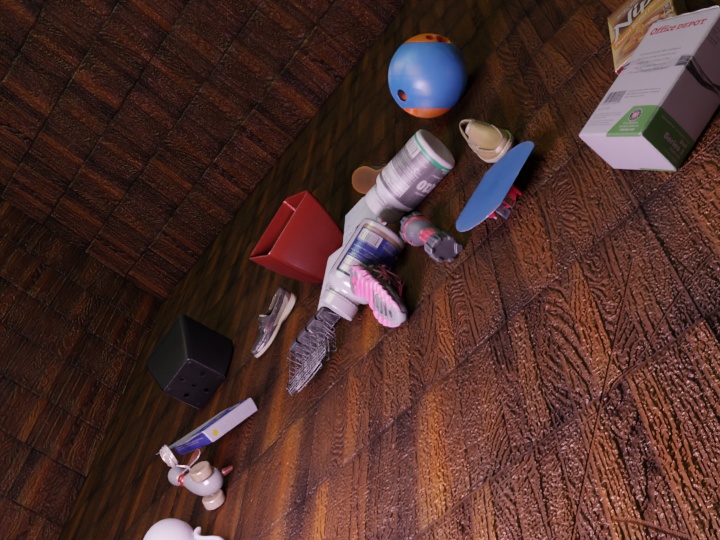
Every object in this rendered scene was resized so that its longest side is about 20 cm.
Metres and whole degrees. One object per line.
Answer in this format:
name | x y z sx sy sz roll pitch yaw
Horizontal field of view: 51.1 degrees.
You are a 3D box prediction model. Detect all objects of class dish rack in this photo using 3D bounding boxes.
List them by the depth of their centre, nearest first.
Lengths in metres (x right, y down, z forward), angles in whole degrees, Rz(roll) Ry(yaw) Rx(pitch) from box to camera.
dish rack | -0.103 0.179 1.639 0.154 0.054 0.201 -52 21 21

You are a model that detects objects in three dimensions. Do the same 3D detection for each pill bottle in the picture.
pill bottle | 0.000 0.000 1.601 0.201 0.110 0.111 -58 19 -9
pill bottle | 0.108 -0.206 1.685 0.200 0.113 0.114 -46 20 26

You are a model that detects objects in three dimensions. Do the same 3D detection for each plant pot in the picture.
plant pot | -0.151 -0.071 1.996 0.202 0.175 0.199 -60 19 -13
plant pot | -0.503 0.289 2.250 0.200 0.199 0.178 -50 29 11

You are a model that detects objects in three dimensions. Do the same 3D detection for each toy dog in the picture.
toy dog | -0.357 0.458 1.702 0.096 0.134 0.199 -29 36 -36

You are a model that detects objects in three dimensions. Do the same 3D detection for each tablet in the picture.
tablet | -0.061 0.031 1.800 0.130 0.014 0.202 -33 39 50

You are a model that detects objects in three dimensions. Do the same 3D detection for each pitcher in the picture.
pitcher | -0.354 0.573 1.520 0.171 0.122 0.200 -37 26 -13

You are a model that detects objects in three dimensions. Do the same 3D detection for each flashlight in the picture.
flashlight | 0.129 -0.063 1.458 0.068 0.068 0.200 -51 18 6

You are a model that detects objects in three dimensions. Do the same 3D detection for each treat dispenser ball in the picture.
treat dispenser ball | 0.167 -0.485 1.877 0.201 0.200 0.202 -46 20 22

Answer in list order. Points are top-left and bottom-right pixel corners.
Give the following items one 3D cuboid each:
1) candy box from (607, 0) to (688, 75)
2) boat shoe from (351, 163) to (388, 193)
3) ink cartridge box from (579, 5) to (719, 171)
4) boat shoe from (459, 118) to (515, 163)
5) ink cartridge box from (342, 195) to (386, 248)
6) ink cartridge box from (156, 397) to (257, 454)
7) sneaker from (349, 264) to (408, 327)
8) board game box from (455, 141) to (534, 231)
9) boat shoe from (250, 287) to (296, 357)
candy box | 0.463 -0.388 1.207 0.115 0.055 0.201 -40 24 38
boat shoe | 0.059 -0.229 1.876 0.199 0.070 0.072 6 102 52
ink cartridge box | 0.416 -0.243 1.029 0.201 0.084 0.146 -55 19 -1
boat shoe | 0.243 -0.268 1.514 0.072 0.076 0.200 -53 19 4
ink cartridge box | 0.033 -0.151 1.879 0.200 0.047 0.161 -47 20 27
ink cartridge box | -0.370 0.392 1.818 0.199 0.047 0.197 -34 2 -41
sneaker | 0.053 0.039 1.466 0.200 0.094 0.080 -133 40 -52
board game box | 0.249 -0.138 1.342 0.201 0.039 0.158 -57 13 -21
boat shoe | -0.249 0.138 2.052 0.202 0.066 0.072 -59 19 -12
